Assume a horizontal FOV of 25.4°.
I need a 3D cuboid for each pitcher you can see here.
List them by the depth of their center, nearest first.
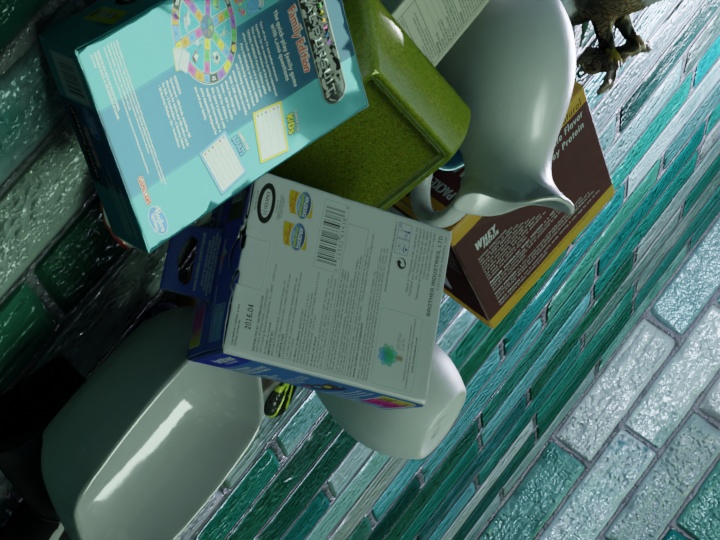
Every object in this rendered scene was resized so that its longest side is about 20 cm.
[{"bbox_3d":[0.107,-0.142,1.384,0.121,0.171,0.202,9,77,-46],"label":"pitcher"},{"bbox_3d":[0.016,0.082,1.579,0.171,0.199,0.122,-42,158,-38],"label":"pitcher"}]

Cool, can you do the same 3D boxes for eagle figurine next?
[{"bbox_3d":[0.273,-0.314,1.706,0.152,0.150,0.201,-106,-177,-63],"label":"eagle figurine"}]

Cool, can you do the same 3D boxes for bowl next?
[{"bbox_3d":[-0.165,0.127,1.228,0.200,0.074,0.200,-49,157,-23],"label":"bowl"}]

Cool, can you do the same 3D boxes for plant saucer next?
[{"bbox_3d":[-0.020,-0.093,1.238,0.199,0.048,0.200,-38,143,9],"label":"plant saucer"}]

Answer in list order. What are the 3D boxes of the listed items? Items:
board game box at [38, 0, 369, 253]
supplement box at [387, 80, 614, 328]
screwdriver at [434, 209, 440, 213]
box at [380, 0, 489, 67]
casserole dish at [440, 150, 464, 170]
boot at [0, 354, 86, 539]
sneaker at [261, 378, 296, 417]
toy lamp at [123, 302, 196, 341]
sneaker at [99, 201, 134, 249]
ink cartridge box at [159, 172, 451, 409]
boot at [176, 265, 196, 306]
[{"bbox_3d":[-0.096,-0.129,1.042,0.199,0.047,0.152,-36,130,-27],"label":"board game box"},{"bbox_3d":[0.128,-0.090,1.582,0.197,0.133,0.200,-47,149,-9],"label":"supplement box"},{"bbox_3d":[0.000,0.000,1.412,0.199,0.028,0.029,-31,126,-29],"label":"screwdriver"},{"bbox_3d":[0.057,-0.246,1.280,0.200,0.077,0.095,-50,147,-14],"label":"box"},{"bbox_3d":[0.099,-0.184,1.463,0.200,0.039,0.121,-46,117,-9],"label":"casserole dish"},{"bbox_3d":[-0.261,0.176,1.255,0.165,0.065,0.200,-56,166,-25],"label":"boot"},{"bbox_3d":[-0.074,0.037,1.489,0.076,0.076,0.201,93,18,-56],"label":"sneaker"},{"bbox_3d":[-0.112,0.027,1.273,0.199,0.059,0.058,-31,174,29],"label":"toy lamp"},{"bbox_3d":[-0.112,-0.099,1.131,0.201,0.082,0.078,-54,162,-1],"label":"sneaker"},{"bbox_3d":[-0.043,0.012,1.157,0.076,0.199,0.138,-16,-119,60],"label":"ink cartridge box"},{"bbox_3d":[-0.092,0.020,1.409,0.199,0.074,0.156,-15,137,-47],"label":"boot"}]
